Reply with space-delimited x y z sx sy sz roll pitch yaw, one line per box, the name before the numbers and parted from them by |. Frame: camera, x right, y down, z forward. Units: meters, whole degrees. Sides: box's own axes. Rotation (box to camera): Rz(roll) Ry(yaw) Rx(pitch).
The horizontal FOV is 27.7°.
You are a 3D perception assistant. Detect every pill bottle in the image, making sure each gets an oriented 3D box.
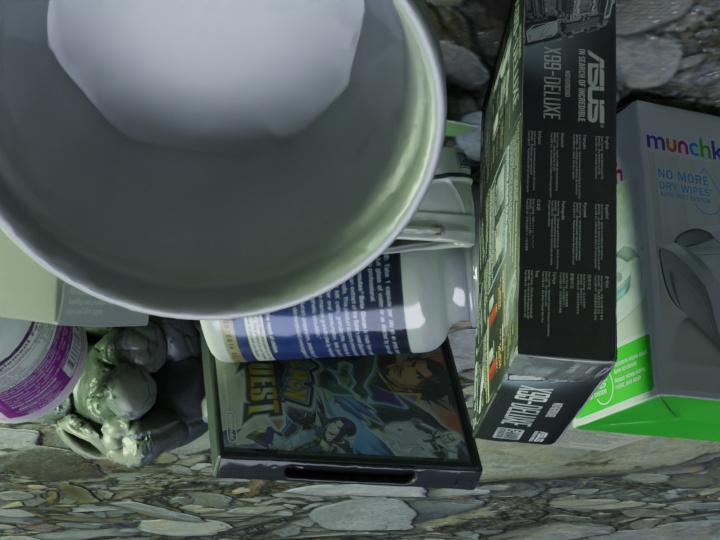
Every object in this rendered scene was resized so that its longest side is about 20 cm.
pill bottle | -0.268 0.031 1.017 0.111 0.114 0.200 -3 160 5
pill bottle | 0.000 0.000 0.944 0.197 0.112 0.111 -3 160 7

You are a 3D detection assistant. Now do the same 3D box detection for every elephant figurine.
elephant figurine | -0.220 0.089 1.192 0.198 0.142 0.156 -5 120 35

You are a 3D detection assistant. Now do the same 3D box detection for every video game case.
video game case | -0.020 0.064 1.014 0.178 0.201 0.026 5 131 -16

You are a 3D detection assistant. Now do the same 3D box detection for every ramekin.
ramekin | -0.065 -0.089 0.613 0.197 0.106 0.202 -2 129 -2

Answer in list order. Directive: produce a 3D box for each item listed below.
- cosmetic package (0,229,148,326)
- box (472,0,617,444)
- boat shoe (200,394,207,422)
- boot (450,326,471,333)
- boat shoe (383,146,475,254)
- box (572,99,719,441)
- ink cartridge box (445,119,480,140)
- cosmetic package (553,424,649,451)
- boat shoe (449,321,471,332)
cosmetic package | -0.225 -0.018 0.839 0.198 0.091 0.107 9 -179 23
box | 0.092 -0.028 0.743 0.049 0.202 0.158 4 159 -2
boat shoe | -0.039 0.080 1.180 0.198 0.064 0.071 -10 164 -24
boot | 0.010 0.083 1.121 0.197 0.148 0.070 3 158 -13
boat shoe | -0.029 -0.022 0.863 0.197 0.067 0.072 -10 171 3
box | 0.228 0.009 0.883 0.198 0.179 0.097 8 160 -23
ink cartridge box | -0.049 -0.087 0.804 0.145 0.049 0.199 -18 169 40
cosmetic package | 0.238 0.101 1.289 0.104 0.072 0.200 11 157 -29
boat shoe | 0.077 0.003 1.026 0.197 0.075 0.069 -5 159 -15
